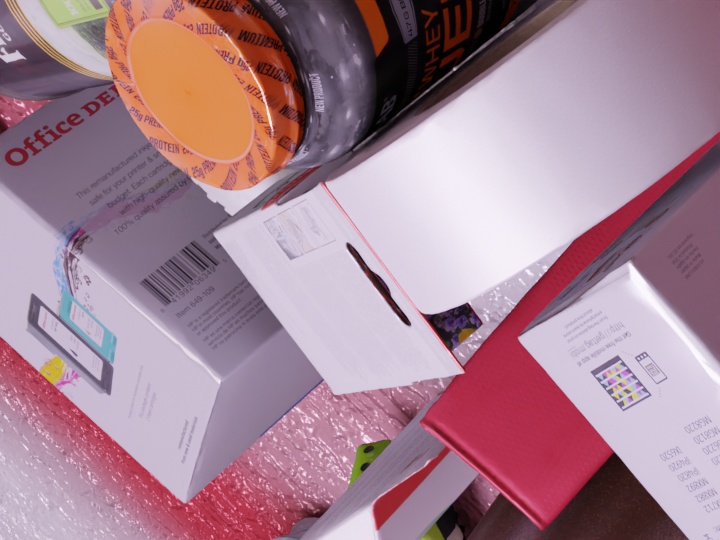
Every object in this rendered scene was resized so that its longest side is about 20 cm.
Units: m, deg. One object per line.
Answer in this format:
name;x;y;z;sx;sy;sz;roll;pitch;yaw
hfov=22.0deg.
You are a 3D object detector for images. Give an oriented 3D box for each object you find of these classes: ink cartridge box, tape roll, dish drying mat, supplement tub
ink cartridge box;0.000;0.000;0.886;0.109;0.050;0.200;53;162;-6
ink cartridge box;0.051;0.100;0.995;0.050;0.161;0.200;48;145;-2
tape roll;0.083;-0.068;0.765;0.071;0.202;0.202;52;146;-6
dish drying mat;0.119;0.017;0.824;0.077;0.200;0.018;40;173;21
ink cartridge box;0.193;0.024;0.729;0.176;0.200;0.084;50;145;0
supplement tub;-0.009;-0.126;0.812;0.122;0.200;0.123;30;142;27
ink cartridge box;-0.118;-0.001;1.100;0.200;0.147;0.146;40;145;14

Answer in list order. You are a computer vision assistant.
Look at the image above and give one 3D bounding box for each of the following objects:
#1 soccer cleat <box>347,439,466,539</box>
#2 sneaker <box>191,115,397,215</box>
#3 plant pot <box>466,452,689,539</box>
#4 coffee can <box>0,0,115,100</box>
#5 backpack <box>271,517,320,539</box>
soccer cleat;0.050;0.181;1.164;0.067;0.081;0.200;-15;135;21
sneaker;-0.008;-0.056;1.002;0.200;0.076;0.081;22;130;23
plant pot;0.148;0.136;0.881;0.200;0.198;0.201;28;143;24
coffee can;-0.119;-0.170;0.942;0.200;0.146;0.147;-4;120;49
backpack;-0.030;0.274;1.283;0.167;0.127;0.200;9;129;29
